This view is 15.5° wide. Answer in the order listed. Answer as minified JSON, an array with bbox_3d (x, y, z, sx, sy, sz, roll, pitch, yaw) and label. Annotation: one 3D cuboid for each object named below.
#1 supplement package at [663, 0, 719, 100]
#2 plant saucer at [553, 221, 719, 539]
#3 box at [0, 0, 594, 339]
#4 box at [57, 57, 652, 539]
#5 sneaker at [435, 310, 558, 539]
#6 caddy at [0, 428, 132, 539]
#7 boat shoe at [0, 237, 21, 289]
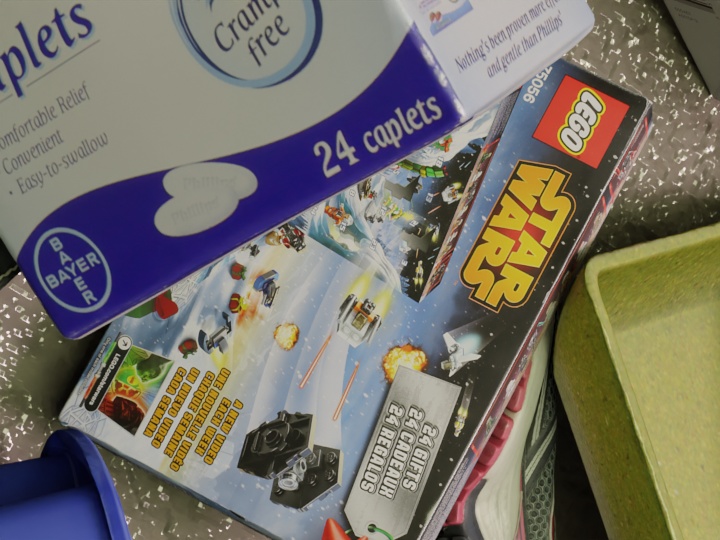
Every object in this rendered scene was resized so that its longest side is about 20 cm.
[{"bbox_3d":[0.219,-0.164,0.989,0.200,0.151,0.152,-43,126,-14],"label":"supplement package"},{"bbox_3d":[0.148,0.083,1.004,0.200,0.048,0.200,-14,84,-53],"label":"plant saucer"},{"bbox_3d":[-0.061,-0.110,0.834,0.200,0.184,0.105,59,36,-5],"label":"box"},{"bbox_3d":[0.000,0.000,0.947,0.137,0.040,0.200,28,83,12],"label":"box"},{"bbox_3d":[0.040,0.079,1.000,0.075,0.080,0.201,9,89,-56],"label":"sneaker"},{"bbox_3d":[-0.111,0.155,0.898,0.105,0.141,0.201,-5,98,-19],"label":"caddy"},{"bbox_3d":[-0.175,0.039,0.892,0.199,0.074,0.066,-37,112,-16],"label":"boat shoe"}]
